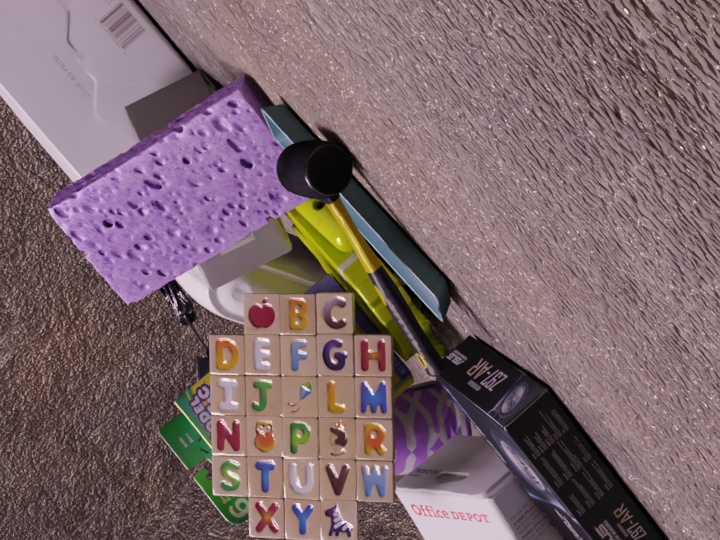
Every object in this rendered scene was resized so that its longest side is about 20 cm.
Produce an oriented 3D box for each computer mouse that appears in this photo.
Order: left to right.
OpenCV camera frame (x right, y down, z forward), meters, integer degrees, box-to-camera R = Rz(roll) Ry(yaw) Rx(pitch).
[{"bbox_3d":[-0.150,0.075,1.841,0.201,0.034,0.059,61,-175,25],"label":"computer mouse"}]

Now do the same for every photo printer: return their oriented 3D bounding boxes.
[{"bbox_3d":[-0.088,0.005,1.874,0.199,0.070,0.166,20,-167,-29],"label":"photo printer"}]

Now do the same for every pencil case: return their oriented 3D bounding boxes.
[{"bbox_3d":[0.004,0.142,1.804,0.084,0.198,0.086,-146,52,-67],"label":"pencil case"}]

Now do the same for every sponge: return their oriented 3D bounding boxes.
[{"bbox_3d":[-0.141,-0.061,1.641,0.112,0.199,0.030,50,-157,-26],"label":"sponge"}]

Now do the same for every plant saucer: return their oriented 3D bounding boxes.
[{"bbox_3d":[-0.001,-0.046,1.527,0.200,0.019,0.070,49,174,15],"label":"plant saucer"}]

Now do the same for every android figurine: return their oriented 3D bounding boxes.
[{"bbox_3d":[0.000,0.000,1.705,0.200,0.041,0.182,46,173,36],"label":"android figurine"}]

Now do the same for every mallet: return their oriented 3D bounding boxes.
[{"bbox_3d":[0.002,-0.009,1.483,0.201,0.041,0.066,61,163,-23],"label":"mallet"}]

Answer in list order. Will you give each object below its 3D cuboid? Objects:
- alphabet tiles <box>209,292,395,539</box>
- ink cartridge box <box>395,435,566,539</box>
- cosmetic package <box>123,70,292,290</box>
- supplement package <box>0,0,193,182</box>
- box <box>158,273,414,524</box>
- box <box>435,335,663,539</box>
[{"bbox_3d":[-0.049,0.119,1.662,0.165,0.202,0.006,0,-178,24],"label":"alphabet tiles"},{"bbox_3d":[0.138,0.240,1.713,0.145,0.083,0.201,-4,121,58],"label":"ink cartridge box"},{"bbox_3d":[-0.134,-0.082,1.770,0.107,0.090,0.200,64,179,-32],"label":"cosmetic package"},{"bbox_3d":[-0.264,-0.189,1.940,0.192,0.147,0.200,50,174,-5],"label":"supplement package"},{"bbox_3d":[-0.066,0.111,1.729,0.118,0.200,0.048,49,176,14],"label":"box"},{"bbox_3d":[0.150,0.152,1.541,0.200,0.043,0.160,52,174,-21],"label":"box"}]
